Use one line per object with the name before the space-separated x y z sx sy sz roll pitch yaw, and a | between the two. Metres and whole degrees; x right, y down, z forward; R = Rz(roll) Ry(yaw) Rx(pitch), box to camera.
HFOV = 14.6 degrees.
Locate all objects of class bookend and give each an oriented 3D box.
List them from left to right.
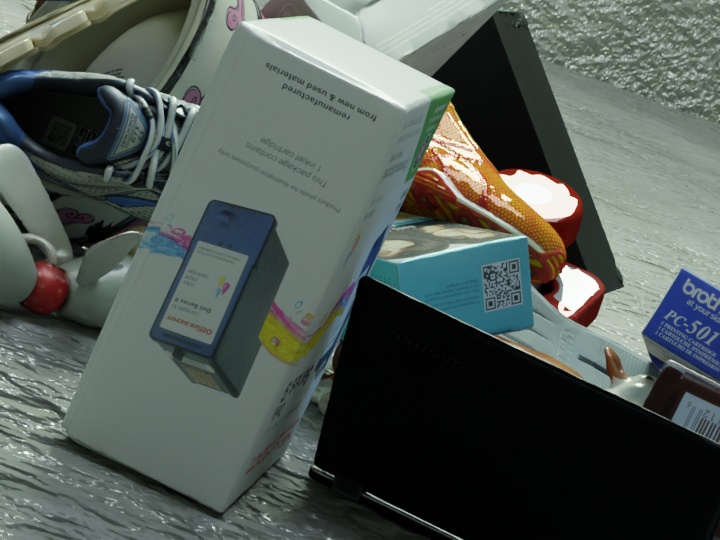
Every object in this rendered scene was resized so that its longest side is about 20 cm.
bookend | 0.044 -0.046 1.867 0.200 0.199 0.092 69 17 3

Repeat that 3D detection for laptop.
laptop | 0.086 0.083 1.320 0.187 0.116 0.200 26 11 11

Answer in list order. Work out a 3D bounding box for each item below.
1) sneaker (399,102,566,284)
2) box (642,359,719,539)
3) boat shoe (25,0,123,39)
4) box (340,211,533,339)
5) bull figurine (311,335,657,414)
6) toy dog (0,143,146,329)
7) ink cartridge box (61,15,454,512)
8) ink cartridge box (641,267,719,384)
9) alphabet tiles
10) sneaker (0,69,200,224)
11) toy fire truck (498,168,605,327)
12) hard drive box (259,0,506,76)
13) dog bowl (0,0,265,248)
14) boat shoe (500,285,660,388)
sneaker | 0.039 -0.064 1.522 0.200 0.077 0.073 38 -22 24
box | 0.206 0.114 1.426 0.100 0.075 0.200 26 -5 24
boat shoe | -0.175 -0.130 1.728 0.074 0.200 0.076 -18 48 -3
box | 0.000 0.000 1.475 0.082 0.049 0.200 -11 13 -31
bull figurine | 0.070 0.066 1.491 0.200 0.065 0.121 14 10 12
toy dog | -0.173 -0.028 1.372 0.132 0.096 0.200 28 12 22
ink cartridge box | -0.044 -0.007 1.264 0.087 0.200 0.145 28 10 6
ink cartridge box | 0.207 0.050 1.540 0.094 0.044 0.200 32 -1 9
alphabet tiles | -0.212 -0.107 1.515 0.196 0.015 0.200 -15 13 47
sneaker | -0.106 -0.057 1.431 0.200 0.077 0.085 13 -10 13
toy fire truck | 0.036 0.003 1.700 0.200 0.112 0.168 26 35 20
hard drive box | -0.025 -0.118 1.712 0.077 0.200 0.156 52 44 5
dog bowl | -0.130 -0.098 1.586 0.074 0.200 0.200 40 0 -32
boat shoe | 0.081 0.048 1.593 0.200 0.067 0.074 35 46 -12
